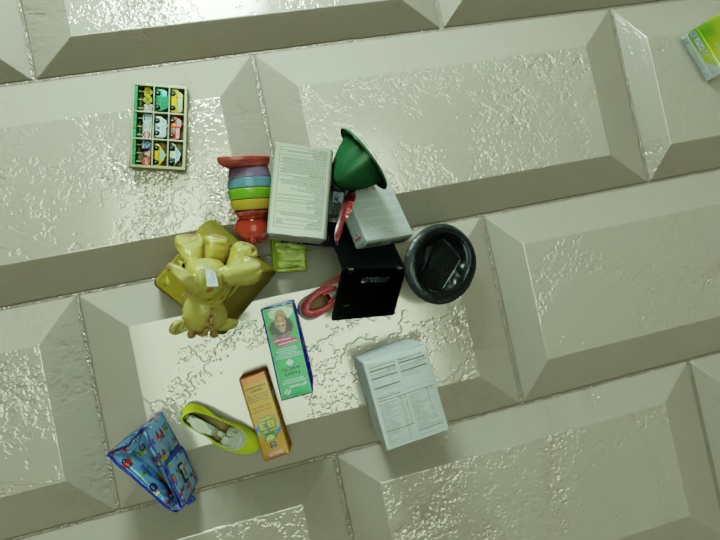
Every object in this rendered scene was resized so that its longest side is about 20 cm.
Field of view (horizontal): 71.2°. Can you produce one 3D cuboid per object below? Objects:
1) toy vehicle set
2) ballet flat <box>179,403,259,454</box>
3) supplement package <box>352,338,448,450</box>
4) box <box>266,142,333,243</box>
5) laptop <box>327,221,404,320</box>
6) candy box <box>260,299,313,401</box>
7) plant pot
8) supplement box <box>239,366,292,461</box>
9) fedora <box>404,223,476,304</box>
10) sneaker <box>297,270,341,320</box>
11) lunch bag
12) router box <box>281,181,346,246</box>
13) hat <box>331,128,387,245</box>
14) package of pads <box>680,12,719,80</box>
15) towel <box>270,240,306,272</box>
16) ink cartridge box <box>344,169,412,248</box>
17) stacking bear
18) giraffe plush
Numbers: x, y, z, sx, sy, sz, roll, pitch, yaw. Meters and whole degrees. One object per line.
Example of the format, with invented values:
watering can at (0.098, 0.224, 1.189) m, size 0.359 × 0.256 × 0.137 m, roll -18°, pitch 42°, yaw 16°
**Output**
toy vehicle set at (-0.471, -0.334, 1.182) m, size 0.124 × 0.027 × 0.200 m, roll 1°, pitch 87°, yaw -9°
ballet flat at (-0.322, 0.369, 1.146) m, size 0.200 × 0.067 × 0.067 m, roll 30°, pitch 82°, yaw -6°
supplement package at (0.089, 0.280, 1.173) m, size 0.150 × 0.152 × 0.200 m, roll -16°, pitch 89°, yaw -10°
box at (-0.136, -0.165, 1.113) m, size 0.128 × 0.109 × 0.200 m, roll 6°, pitch 86°, yaw -11°
laptop at (0.000, 0.000, 1.201) m, size 0.187 × 0.116 × 0.200 m, roll -1°, pitch 112°, yaw -37°
candy box at (-0.162, 0.172, 1.131) m, size 0.077 × 0.169 × 0.200 m, roll -15°, pitch 89°, yaw -6°
plant pot at (-0.330, 0.017, 1.102) m, size 0.200 × 0.176 × 0.200 m, roll 40°, pitch 87°, yaw -4°
supplement box at (-0.219, 0.331, 1.165) m, size 0.066 × 0.069 × 0.200 m, roll -18°, pitch 92°, yaw -7°
fedora at (0.182, -0.013, 1.231) m, size 0.200 × 0.092 × 0.201 m, roll 3°, pitch 82°, yaw -19°
sneaker at (-0.056, 0.054, 1.195) m, size 0.200 × 0.087 × 0.074 m, roll -36°, pitch 93°, yaw -11°
lunch bag at (-0.426, 0.426, 1.083) m, size 0.094 × 0.151 × 0.200 m, roll -36°, pitch 93°, yaw -9°
router box at (-0.104, -0.160, 1.208) m, size 0.157 × 0.052 × 0.200 m, roll 4°, pitch 86°, yaw -17°
hat at (-0.054, -0.196, 1.119) m, size 0.176 × 0.200 × 0.166 m, roll -39°, pitch 114°, yaw -2°
package of pads at (1.029, -0.646, 1.420) m, size 0.200 × 0.068 × 0.155 m, roll -32°, pitch 91°, yaw -9°
towel at (-0.177, -0.097, 1.221) m, size 0.086 × 0.018 × 0.200 m, roll -3°, pitch 88°, yaw -8°
ink cartridge box at (0.022, -0.154, 1.212) m, size 0.162 × 0.050 × 0.200 m, roll -11°, pitch 69°, yaw -41°
stacking bear at (-0.257, -0.161, 1.171) m, size 0.114 × 0.121 × 0.200 m, roll -4°, pitch 97°, yaw -1°
giraffe plush at (-0.284, 0.043, 0.953) m, size 0.172 × 0.200 × 0.162 m, roll 13°, pitch 118°, yaw -9°
